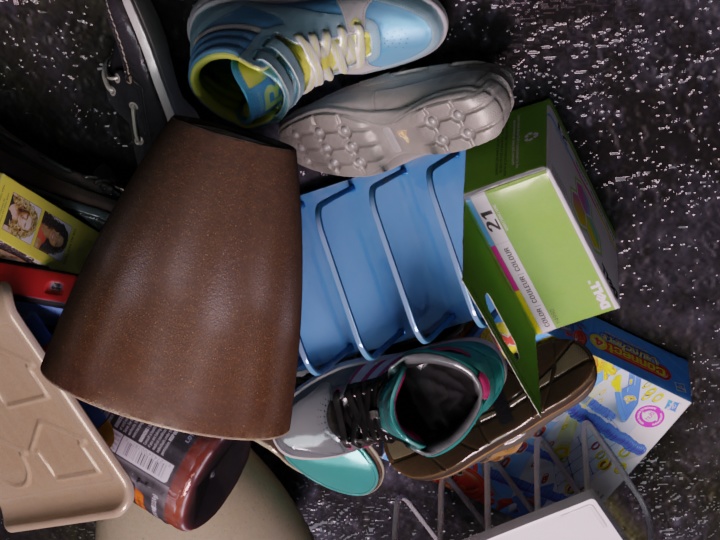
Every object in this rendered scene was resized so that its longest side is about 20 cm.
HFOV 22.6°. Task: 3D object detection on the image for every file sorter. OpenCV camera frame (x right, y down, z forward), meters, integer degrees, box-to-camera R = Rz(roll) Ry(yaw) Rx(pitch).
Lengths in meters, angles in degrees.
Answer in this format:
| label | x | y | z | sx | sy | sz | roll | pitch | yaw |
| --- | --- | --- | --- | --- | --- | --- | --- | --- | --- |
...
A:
| label | x | y | z | sx | sy | sz | roll | pitch | yaw |
| --- | --- | --- | --- | --- | --- | --- | --- | --- | --- |
| file sorter | 0.000 | 0.000 | 1.413 | 0.199 | 0.123 | 0.139 | -17 | 95 | 19 |
| file sorter | 0.140 | 0.234 | 1.535 | 0.199 | 0.125 | 0.139 | -25 | 120 | 21 |

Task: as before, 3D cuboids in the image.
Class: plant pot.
| label | x | y | z | sx | sy | sz | roll | pitch | yaw |
| --- | --- | --- | --- | --- | --- | --- | --- | --- | --- |
| plant pot | -0.117 | -0.003 | 1.297 | 0.186 | 0.187 | 0.201 | 14 | 97 | -6 |

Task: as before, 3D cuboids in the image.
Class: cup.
| label | x | y | z | sx | sy | sz | roll | pitch | yaw |
| --- | --- | --- | --- | --- | --- | --- | --- | --- | --- |
| cup | -0.153 | 0.211 | 1.592 | 0.199 | 0.200 | 0.144 | -17 | 95 | 16 |

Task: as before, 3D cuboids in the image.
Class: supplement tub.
| label | x | y | z | sx | sy | sz | roll | pitch | yaw |
| --- | --- | --- | --- | --- | --- | --- | --- | --- | --- |
| supplement tub | -0.196 | 0.124 | 1.490 | 0.199 | 0.107 | 0.107 | 29 | 129 | 18 |

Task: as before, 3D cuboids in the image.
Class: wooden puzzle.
| label | x | y | z | sx | sy | sz | roll | pitch | yaw |
| --- | --- | --- | --- | --- | --- | --- | --- | --- | --- |
| wooden puzzle | -0.271 | 0.107 | 1.425 | 0.185 | 0.046 | 0.201 | -15 | 108 | 46 |

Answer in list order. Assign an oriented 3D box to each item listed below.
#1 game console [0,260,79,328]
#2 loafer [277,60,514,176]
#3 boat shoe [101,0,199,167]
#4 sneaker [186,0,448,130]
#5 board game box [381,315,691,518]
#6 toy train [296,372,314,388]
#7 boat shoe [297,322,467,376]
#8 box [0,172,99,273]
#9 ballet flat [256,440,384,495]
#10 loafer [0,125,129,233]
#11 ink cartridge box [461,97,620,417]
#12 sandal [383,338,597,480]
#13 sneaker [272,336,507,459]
| label | x | y | z | sx | sy | sz | roll | pitch | yaw |
| --- | --- | --- | --- | --- | --- | --- | --- | --- | --- |
| game console | -0.263 | 0.028 | 1.461 | 0.199 | 0.031 | 0.177 | 10 | 166 | 15 |
| loafer | 0.028 | -0.119 | 1.390 | 0.199 | 0.070 | 0.070 | -5 | 125 | 30 |
| boat shoe | -0.168 | -0.137 | 1.392 | 0.060 | 0.074 | 0.201 | -12 | 133 | 8 |
| sneaker | -0.035 | -0.153 | 1.329 | 0.199 | 0.131 | 0.080 | -4 | 126 | 7 |
| board game box | 0.150 | 0.121 | 1.563 | 0.195 | 0.056 | 0.200 | 25 | 125 | -14 |
| toy train | -0.031 | 0.102 | 1.505 | 0.199 | 0.046 | 0.034 | -2 | 87 | 8 |
| boat shoe | 0.012 | 0.055 | 1.521 | 0.199 | 0.062 | 0.073 | -28 | 121 | 23 |
| box | -0.259 | -0.024 | 1.421 | 0.075 | 0.050 | 0.200 | 9 | 167 | 29 |
| ballet flat | -0.065 | 0.128 | 1.579 | 0.199 | 0.070 | 0.070 | 31 | 123 | -13 |
| loafer | -0.227 | -0.069 | 1.450 | 0.199 | 0.063 | 0.072 | 19 | 168 | -11 |
| ink cartridge box | 0.139 | -0.011 | 1.375 | 0.075 | 0.200 | 0.148 | -19 | 123 | 18 |
| sandal | 0.112 | 0.121 | 1.497 | 0.199 | 0.082 | 0.055 | -29 | 141 | 16 |
| sneaker | 0.018 | 0.110 | 1.411 | 0.199 | 0.121 | 0.084 | -20 | 93 | 7 |
